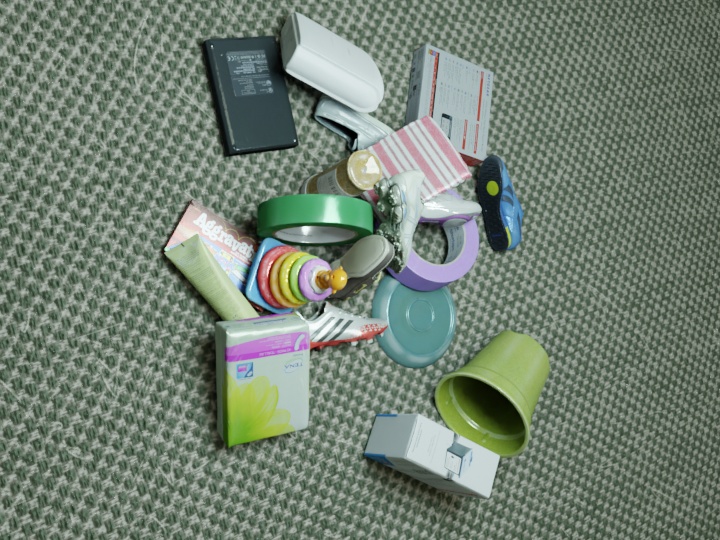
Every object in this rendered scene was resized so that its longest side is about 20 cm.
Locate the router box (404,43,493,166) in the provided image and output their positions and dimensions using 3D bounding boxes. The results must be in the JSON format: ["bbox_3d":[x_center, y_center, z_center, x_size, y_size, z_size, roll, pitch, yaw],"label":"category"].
[{"bbox_3d":[0.183,-0.336,1.610,0.177,0.049,0.203,15,76,-28],"label":"router box"}]

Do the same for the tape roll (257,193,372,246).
[{"bbox_3d":[-0.077,-0.083,1.334,0.198,0.200,0.049,5,80,-29],"label":"tape roll"}]

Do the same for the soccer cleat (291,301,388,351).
[{"bbox_3d":[-0.038,0.095,1.412,0.197,0.068,0.087,-9,92,-26],"label":"soccer cleat"}]

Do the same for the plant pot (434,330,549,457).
[{"bbox_3d":[0.273,0.222,1.517,0.184,0.199,0.202,-43,105,-39],"label":"plant pot"}]

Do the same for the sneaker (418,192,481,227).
[{"bbox_3d":[0.137,-0.133,1.456,0.197,0.075,0.101,2,73,-24],"label":"sneaker"}]

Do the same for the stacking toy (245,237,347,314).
[{"bbox_3d":[-0.087,0.013,1.295,0.109,0.198,0.118,29,71,-38],"label":"stacking toy"}]

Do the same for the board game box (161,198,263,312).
[{"bbox_3d":[-0.229,-0.024,1.343,0.199,0.019,0.104,34,67,-22],"label":"board game box"}]

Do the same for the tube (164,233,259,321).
[{"bbox_3d":[-0.234,0.031,1.299,0.058,0.052,0.201,-42,111,-13],"label":"tube"}]

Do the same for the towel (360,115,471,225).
[{"bbox_3d":[0.083,-0.179,1.416,0.198,0.030,0.147,-30,72,-10],"label":"towel"}]

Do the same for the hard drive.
[{"bbox_3d":[-0.194,-0.311,1.396,0.138,0.033,0.203,-12,89,-31],"label":"hard drive"}]

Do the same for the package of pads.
[{"bbox_3d":[-0.159,0.176,1.298,0.152,0.068,0.204,-6,107,-30],"label":"package of pads"}]

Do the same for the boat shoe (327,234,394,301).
[{"bbox_3d":[0.000,0.000,1.372,0.059,0.199,0.073,22,53,-29],"label":"boat shoe"}]

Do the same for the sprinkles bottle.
[{"bbox_3d":[-0.037,-0.152,1.367,0.067,0.199,0.070,4,81,-27],"label":"sprinkles bottle"}]

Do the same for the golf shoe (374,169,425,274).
[{"bbox_3d":[0.078,-0.082,1.342,0.097,0.202,0.078,-32,55,-29],"label":"golf shoe"}]

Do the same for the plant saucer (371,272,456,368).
[{"bbox_3d":[0.112,0.087,1.522,0.197,0.027,0.204,5,80,-30],"label":"plant saucer"}]

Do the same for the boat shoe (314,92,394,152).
[{"bbox_3d":[-0.003,-0.256,1.484,0.199,0.070,0.072,34,73,-16],"label":"boat shoe"}]

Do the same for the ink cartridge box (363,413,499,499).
[{"bbox_3d":[0.129,0.337,1.427,0.198,0.146,0.087,29,68,-24],"label":"ink cartridge box"}]

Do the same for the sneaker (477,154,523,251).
[{"bbox_3d":[0.297,-0.143,1.631,0.078,0.065,0.203,-23,108,-38],"label":"sneaker"}]

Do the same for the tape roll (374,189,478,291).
[{"bbox_3d":[0.129,-0.066,1.512,0.197,0.066,0.204,8,70,-22],"label":"tape roll"}]

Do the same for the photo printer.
[{"bbox_3d":[-0.046,-0.373,1.427,0.198,0.070,0.168,24,31,-25],"label":"photo printer"}]
